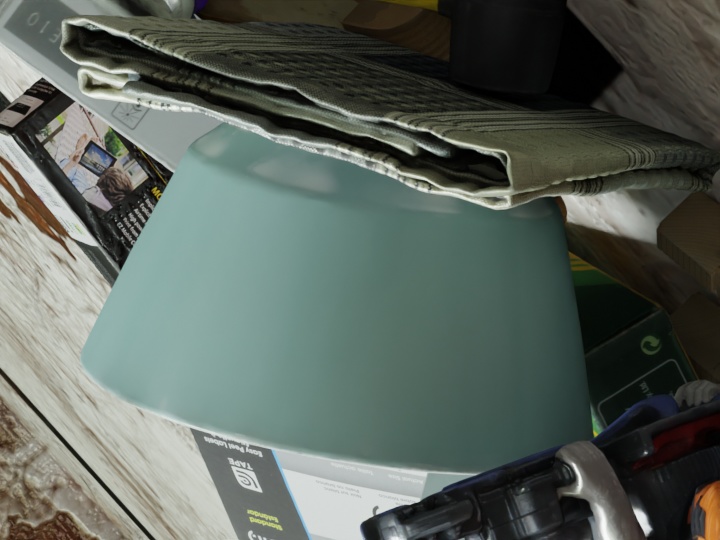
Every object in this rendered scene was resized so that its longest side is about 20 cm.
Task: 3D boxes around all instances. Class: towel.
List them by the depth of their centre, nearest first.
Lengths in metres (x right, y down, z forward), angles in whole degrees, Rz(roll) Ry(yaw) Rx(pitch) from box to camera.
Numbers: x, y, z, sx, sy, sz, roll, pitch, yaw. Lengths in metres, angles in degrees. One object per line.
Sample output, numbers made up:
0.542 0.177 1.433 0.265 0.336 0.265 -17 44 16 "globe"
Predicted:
0.012 -0.055 1.058 0.192 0.035 0.200 20 -169 26 "towel"

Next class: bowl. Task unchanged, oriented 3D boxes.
0.000 0.000 1.106 0.201 0.105 0.201 10 -169 -2 "bowl"

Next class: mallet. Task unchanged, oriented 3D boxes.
-0.021 -0.100 1.077 0.041 0.200 0.066 -41 -48 -75 "mallet"

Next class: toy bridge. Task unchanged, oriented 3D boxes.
0.156 0.039 1.202 0.067 0.027 0.200 42 164 24 "toy bridge"

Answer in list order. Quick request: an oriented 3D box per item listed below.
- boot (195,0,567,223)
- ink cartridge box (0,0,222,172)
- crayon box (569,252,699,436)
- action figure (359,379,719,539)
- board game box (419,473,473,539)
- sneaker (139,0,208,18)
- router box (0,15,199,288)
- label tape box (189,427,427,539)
-0.002 -0.081 1.269 0.201 0.071 0.144 27 156 48 "boot"
-0.080 -0.079 1.256 0.200 0.044 0.174 36 -175 -19 "ink cartridge box"
0.099 0.055 1.277 0.126 0.052 0.200 62 172 -20 "crayon box"
0.107 0.101 0.999 0.193 0.200 0.105 -8 97 62 "action figure"
0.091 0.181 1.145 0.064 0.148 0.200 -10 142 41 "board game box"
-0.062 -0.167 1.158 0.070 0.100 0.200 45 167 10 "sneaker"
-0.058 -0.037 1.385 0.200 0.149 0.051 54 168 -19 "router box"
0.010 0.106 1.330 0.143 0.066 0.200 10 135 33 "label tape box"
